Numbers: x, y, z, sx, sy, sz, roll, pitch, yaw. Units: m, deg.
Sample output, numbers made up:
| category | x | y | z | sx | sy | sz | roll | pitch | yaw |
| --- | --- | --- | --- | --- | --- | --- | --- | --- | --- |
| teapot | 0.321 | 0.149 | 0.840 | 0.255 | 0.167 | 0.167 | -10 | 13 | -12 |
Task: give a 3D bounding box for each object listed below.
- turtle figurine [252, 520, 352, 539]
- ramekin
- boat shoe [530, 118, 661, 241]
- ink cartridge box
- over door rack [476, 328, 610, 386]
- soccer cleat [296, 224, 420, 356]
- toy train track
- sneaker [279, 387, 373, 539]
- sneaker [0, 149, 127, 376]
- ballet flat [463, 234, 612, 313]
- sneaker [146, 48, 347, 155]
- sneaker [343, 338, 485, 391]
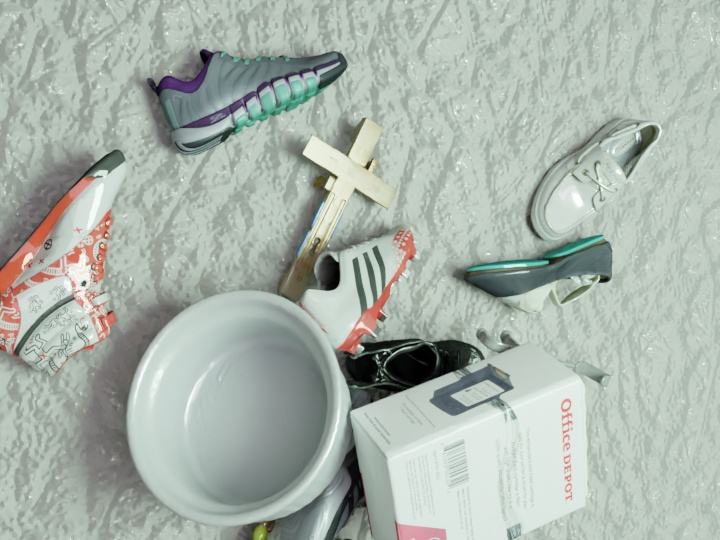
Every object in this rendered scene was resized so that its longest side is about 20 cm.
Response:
| category | x | y | z | sx | sy | sz | roll | pitch | yaw |
| --- | --- | --- | --- | --- | --- | --- | --- | --- | --- |
| turtle figurine | -0.081 | 0.307 | 0.836 | 0.159 | 0.064 | 0.204 | 17 | 59 | -30 |
| ramekin | -0.101 | 0.130 | 0.777 | 0.196 | 0.098 | 0.204 | -5 | 68 | 12 |
| boat shoe | 0.278 | -0.114 | 1.006 | 0.200 | 0.069 | 0.071 | -46 | 106 | -17 |
| ink cartridge box | 0.103 | 0.173 | 0.788 | 0.197 | 0.084 | 0.147 | -18 | 116 | -18 |
| over door rack | 0.159 | 0.148 | 0.916 | 0.198 | 0.066 | 0.150 | 18 | 101 | -39 |
| soccer cleat | 0.000 | 0.000 | 0.848 | 0.085 | 0.069 | 0.201 | 38 | 38 | -6 |
| toy train track | -0.035 | -0.064 | 0.897 | 0.114 | 0.032 | 0.203 | 29 | 82 | -26 |
| sneaker | -0.002 | 0.222 | 0.848 | 0.113 | 0.075 | 0.202 | 38 | 50 | -22 |
| sneaker | -0.252 | -0.003 | 0.782 | 0.108 | 0.067 | 0.202 | 41 | 77 | -17 |
| ballet flat | 0.208 | 0.011 | 0.974 | 0.197 | 0.073 | 0.075 | -13 | 93 | -25 |
| sneaker | -0.107 | -0.193 | 0.848 | 0.198 | 0.074 | 0.089 | -30 | 94 | -20 |
| sneaker | 0.062 | 0.101 | 0.887 | 0.196 | 0.104 | 0.061 | 4 | 85 | -22 |
